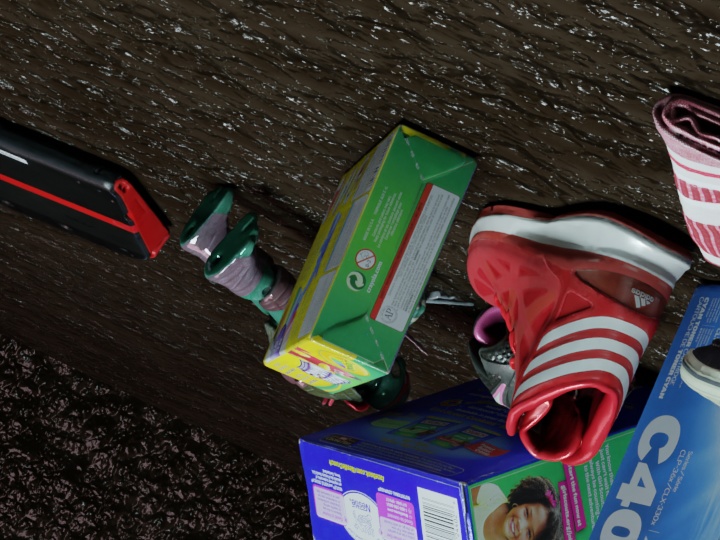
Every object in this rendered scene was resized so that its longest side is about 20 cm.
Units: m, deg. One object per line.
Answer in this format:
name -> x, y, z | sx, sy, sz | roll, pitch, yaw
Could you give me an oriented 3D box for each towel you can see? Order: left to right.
towel -> 0.195, -0.011, 0.977 | 0.144, 0.023, 0.200 | 22, 170, 17

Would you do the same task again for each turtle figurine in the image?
turtle figurine -> -0.017, 0.029, 1.495 | 0.200, 0.101, 0.150 | 35, 166, -27

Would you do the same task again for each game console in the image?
game console -> -0.236, -0.073, 1.673 | 0.200, 0.031, 0.177 | 21, 165, 12

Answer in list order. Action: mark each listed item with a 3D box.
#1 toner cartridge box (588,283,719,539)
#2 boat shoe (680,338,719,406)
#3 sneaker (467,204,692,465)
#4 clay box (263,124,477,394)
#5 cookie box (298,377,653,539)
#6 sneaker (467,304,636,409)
toner cartridge box -> 0.165, 0.106, 1.141 | 0.043, 0.200, 0.095 | 30, 168, -29
boat shoe -> 0.204, 0.045, 1.015 | 0.075, 0.062, 0.200 | 26, 173, -19
sneaker -> 0.085, 0.033, 1.191 | 0.078, 0.116, 0.200 | 26, 170, -12
clay box -> 0.000, 0.000, 1.222 | 0.048, 0.115, 0.200 | 24, 171, -5
cookie box -> 0.093, 0.125, 1.491 | 0.200, 0.075, 0.171 | -16, -164, -34
sneaker -> 0.104, 0.047, 1.355 | 0.086, 0.080, 0.200 | 41, 178, 0
